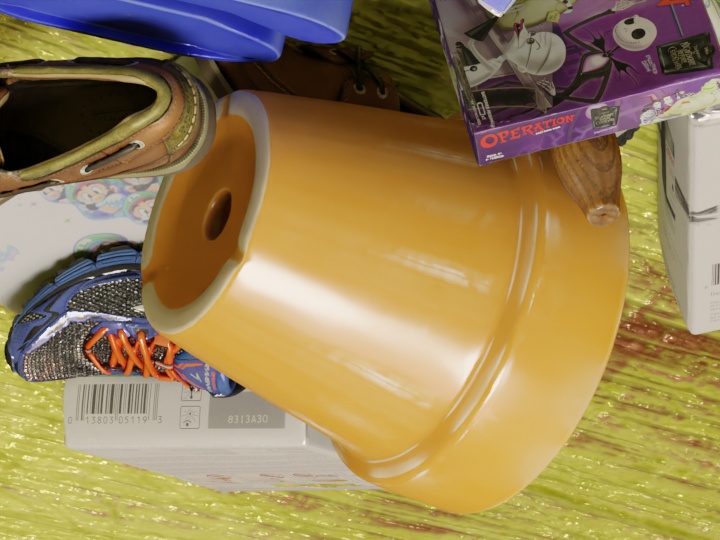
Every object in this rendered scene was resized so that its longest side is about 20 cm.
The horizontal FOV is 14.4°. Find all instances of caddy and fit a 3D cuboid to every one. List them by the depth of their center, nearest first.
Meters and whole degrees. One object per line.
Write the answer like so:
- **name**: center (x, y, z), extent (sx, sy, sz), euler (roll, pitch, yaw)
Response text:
- **caddy**: center (-0.088, -0.166, 1.313), extent (0.200, 0.105, 0.141), euler (11, 171, -29)

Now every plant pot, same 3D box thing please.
- **plant pot**: center (0.000, 0.000, 1.397), extent (0.183, 0.200, 0.200), euler (19, 133, -27)

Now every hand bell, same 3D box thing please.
- **hand bell**: center (0.095, -0.105, 1.381), extent (0.104, 0.200, 0.104), euler (-8, 142, -6)

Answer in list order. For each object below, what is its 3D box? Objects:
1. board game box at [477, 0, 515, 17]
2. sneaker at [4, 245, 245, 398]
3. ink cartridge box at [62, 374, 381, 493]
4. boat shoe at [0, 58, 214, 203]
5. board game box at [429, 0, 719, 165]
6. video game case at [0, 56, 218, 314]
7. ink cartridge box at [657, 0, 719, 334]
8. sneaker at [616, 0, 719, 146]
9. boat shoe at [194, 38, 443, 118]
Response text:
- **board game box**: center (0.057, -0.241, 1.223), extent (0.159, 0.097, 0.200), euler (34, 130, -6)
- **sneaker**: center (-0.096, 0.032, 1.560), extent (0.200, 0.079, 0.075), euler (-11, 142, -5)
- **ink cartridge box**: center (-0.059, 0.098, 1.689), extent (0.161, 0.050, 0.200), euler (-2, 169, 25)
- **boat shoe**: center (-0.173, -0.069, 1.350), extent (0.200, 0.072, 0.068), euler (-13, 170, 12)
- **board game box**: center (0.089, -0.143, 1.329), extent (0.120, 0.200, 0.032), euler (-12, 142, -4)
- **video game case**: center (-0.113, -0.027, 1.563), extent (0.200, 0.024, 0.182), euler (-29, 141, 19)
- **ink cartridge box**: center (0.241, -0.066, 1.574), extent (0.145, 0.085, 0.200), euler (-12, 145, -3)
- **sneaker**: center (0.119, -0.100, 1.489), extent (0.072, 0.073, 0.200), euler (-16, 167, -40)
- **boat shoe**: center (-0.015, -0.091, 1.482), extent (0.068, 0.072, 0.200), euler (-32, 150, 16)
